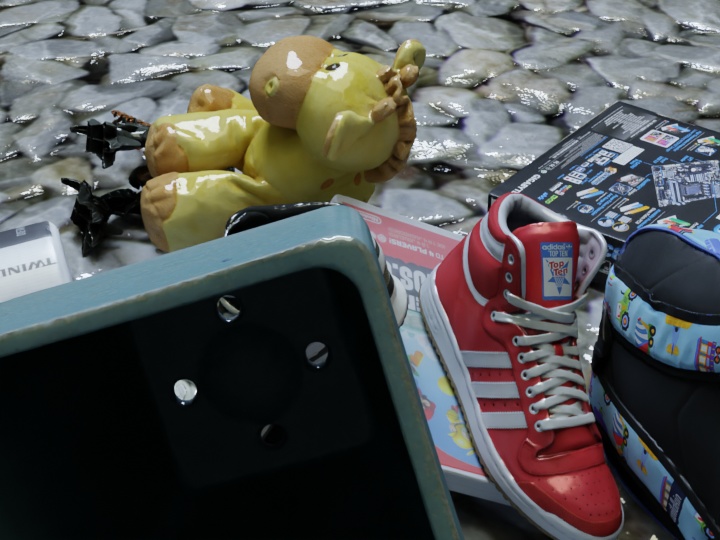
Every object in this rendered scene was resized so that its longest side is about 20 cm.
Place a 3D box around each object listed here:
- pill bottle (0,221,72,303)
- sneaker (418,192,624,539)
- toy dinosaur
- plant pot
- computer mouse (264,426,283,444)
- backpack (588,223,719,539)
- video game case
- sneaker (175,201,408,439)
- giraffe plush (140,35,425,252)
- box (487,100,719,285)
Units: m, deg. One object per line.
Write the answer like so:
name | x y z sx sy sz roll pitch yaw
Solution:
pill bottle | -0.272 0.043 0.853 0.199 0.106 0.106 -15 36 -11
sneaker | 0.106 0.048 0.777 0.071 0.113 0.200 -4 53 -36
toy dinosaur | -0.151 -0.067 1.068 0.135 0.103 0.200 -5 12 -34
plant pot | -0.058 0.077 0.617 0.196 0.196 0.200 -16 13 7
computer mouse | -0.010 0.086 0.807 0.200 0.046 0.140 -22 40 -34
backpack | 0.214 0.067 0.766 0.134 0.183 0.200 -3 21 -19
video game case | 0.048 0.046 0.842 0.143 0.017 0.200 18 42 -20
sneaker | -0.075 0.032 0.750 0.200 0.115 0.076 -38 44 -10
giraffe plush | -0.035 -0.087 0.946 0.199 0.162 0.173 14 51 -18
box | 0.230 -0.050 1.047 0.198 0.050 0.200 24 40 31
